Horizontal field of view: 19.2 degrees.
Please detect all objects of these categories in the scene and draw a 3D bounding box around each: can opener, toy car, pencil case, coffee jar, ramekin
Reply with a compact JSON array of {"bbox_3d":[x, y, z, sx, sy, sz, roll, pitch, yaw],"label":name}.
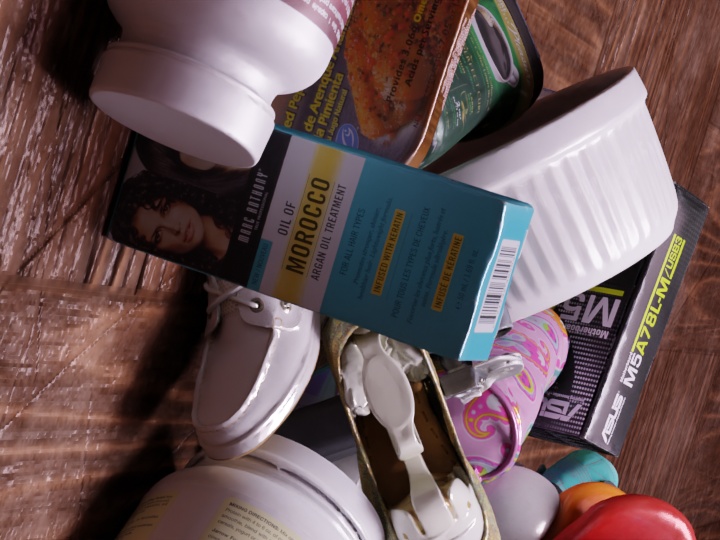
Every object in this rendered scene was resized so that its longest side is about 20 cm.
[{"bbox_3d":[0.002,0.071,1.271,0.053,0.200,0.067,26,46,-70],"label":"can opener"},{"bbox_3d":[0.143,0.210,1.317,0.175,0.150,0.200,53,23,-22],"label":"toy car"},{"bbox_3d":[0.082,0.075,1.379,0.200,0.087,0.088,-44,147,-71],"label":"pencil case"},{"bbox_3d":[0.039,-0.120,1.284,0.200,0.085,0.105,-28,96,-62],"label":"coffee jar"},{"bbox_3d":[0.106,-0.040,1.355,0.105,0.200,0.200,63,31,-6],"label":"ramekin"}]

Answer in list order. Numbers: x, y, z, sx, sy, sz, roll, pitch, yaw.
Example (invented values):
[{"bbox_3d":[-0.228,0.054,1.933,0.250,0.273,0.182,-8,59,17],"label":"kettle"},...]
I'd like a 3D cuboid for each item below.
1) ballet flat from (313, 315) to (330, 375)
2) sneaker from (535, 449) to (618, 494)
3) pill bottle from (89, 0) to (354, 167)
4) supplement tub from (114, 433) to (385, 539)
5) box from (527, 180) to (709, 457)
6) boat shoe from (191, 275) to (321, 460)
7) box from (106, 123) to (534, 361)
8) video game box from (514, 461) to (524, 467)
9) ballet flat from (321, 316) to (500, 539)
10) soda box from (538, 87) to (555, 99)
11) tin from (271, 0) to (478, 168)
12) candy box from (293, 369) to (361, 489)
[{"bbox_3d":[0.000,0.000,1.277,0.200,0.065,0.071,-37,-147,39],"label":"ballet flat"},{"bbox_3d":[0.120,0.158,1.469,0.121,0.084,0.200,-47,129,-25],"label":"sneaker"},{"bbox_3d":[-0.051,-0.156,0.997,0.200,0.113,0.113,-69,160,-10],"label":"pill bottle"},{"bbox_3d":[-0.084,0.200,1.166,0.200,0.145,0.145,-56,155,-37],"label":"supplement tub"},{"bbox_3d":[0.136,0.023,1.533,0.047,0.200,0.194,32,77,-38],"label":"box"},{"bbox_3d":[-0.060,0.011,1.192,0.069,0.071,0.200,49,44,-37],"label":"boat shoe"},{"bbox_3d":[-0.022,-0.024,1.057,0.049,0.200,0.083,6,102,-69],"label":"box"},{"bbox_3d":[0.042,0.238,1.574,0.200,0.047,0.182,-64,-177,-20],"label":"video game box"},{"bbox_3d":[0.030,0.107,1.200,0.071,0.071,0.200,-31,102,-61],"label":"ballet flat"},{"bbox_3d":[0.141,-0.037,1.670,0.063,0.068,0.201,-35,139,-62],"label":"soda box"},{"bbox_3d":[0.001,-0.133,1.161,0.042,0.112,0.200,23,86,-80],"label":"tin"},{"bbox_3d":[-0.008,0.154,1.435,0.168,0.071,0.200,-64,159,-22],"label":"candy box"}]
